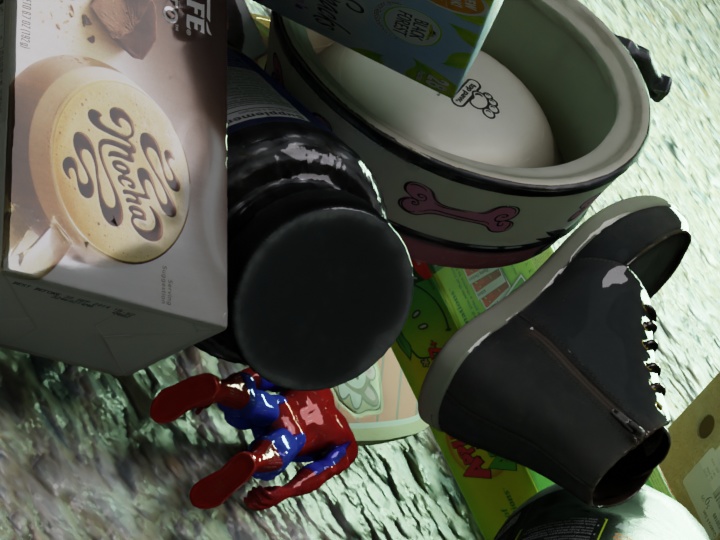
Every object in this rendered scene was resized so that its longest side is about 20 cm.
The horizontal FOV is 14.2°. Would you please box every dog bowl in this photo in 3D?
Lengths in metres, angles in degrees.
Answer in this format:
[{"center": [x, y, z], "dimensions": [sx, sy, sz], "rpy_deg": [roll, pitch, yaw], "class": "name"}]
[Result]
[{"center": [0.040, -0.082, 1.435], "dimensions": [0.199, 0.074, 0.201], "rpy_deg": [16, 37, -12], "class": "dog bowl"}]

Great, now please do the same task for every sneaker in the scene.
[{"center": [0.125, 0.044, 1.405], "dimensions": [0.106, 0.075, 0.200], "rpy_deg": [33, 47, 21], "class": "sneaker"}]

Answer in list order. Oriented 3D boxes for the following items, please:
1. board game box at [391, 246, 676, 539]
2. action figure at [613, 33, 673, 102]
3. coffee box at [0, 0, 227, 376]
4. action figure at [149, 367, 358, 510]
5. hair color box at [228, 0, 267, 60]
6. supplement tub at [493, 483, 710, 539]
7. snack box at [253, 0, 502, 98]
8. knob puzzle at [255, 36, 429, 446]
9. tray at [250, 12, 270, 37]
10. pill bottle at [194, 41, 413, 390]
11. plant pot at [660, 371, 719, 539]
[{"center": [0.079, 0.057, 1.476], "dimensions": [0.101, 0.047, 0.201], "rpy_deg": [-33, 99, -48], "class": "board game box"}, {"center": [0.068, -0.117, 1.633], "dimensions": [0.199, 0.105, 0.193], "rpy_deg": [23, -6, 12], "class": "action figure"}, {"center": [-0.121, -0.070, 1.208], "dimensions": [0.113, 0.080, 0.201], "rpy_deg": [17, 63, -37], "class": "coffee box"}, {"center": [-0.044, 0.073, 1.319], "dimensions": [0.066, 0.052, 0.200], "rpy_deg": [59, 15, 9], "class": "action figure"}, {"center": [-0.135, -0.173, 1.418], "dimensions": [0.101, 0.061, 0.201], "rpy_deg": [-34, 102, -43], "class": "hair color box"}, {"center": [0.101, 0.178, 1.334], "dimensions": [0.123, 0.122, 0.200], "rpy_deg": [50, 19, -2], "class": "supplement tub"}, {"center": [-0.024, -0.167, 1.303], "dimensions": [0.199, 0.068, 0.169], "rpy_deg": [25, -13, 2], "class": "snack box"}, {"center": [0.000, 0.000, 1.479], "dimensions": [0.219, 0.030, 0.221], "rpy_deg": [32, 47, -42], "class": "knob puzzle"}, {"center": [0.021, -0.081, 1.671], "dimensions": [0.199, 0.037, 0.098], "rpy_deg": [34, 14, 24], "class": "tray"}, {"center": [-0.055, -0.026, 1.299], "dimensions": [0.112, 0.112, 0.200], "rpy_deg": [37, 4, -34], "class": "pill bottle"}, {"center": [0.281, 0.148, 1.722], "dimensions": [0.176, 0.200, 0.200], "rpy_deg": [24, 30, -31], "class": "plant pot"}]
